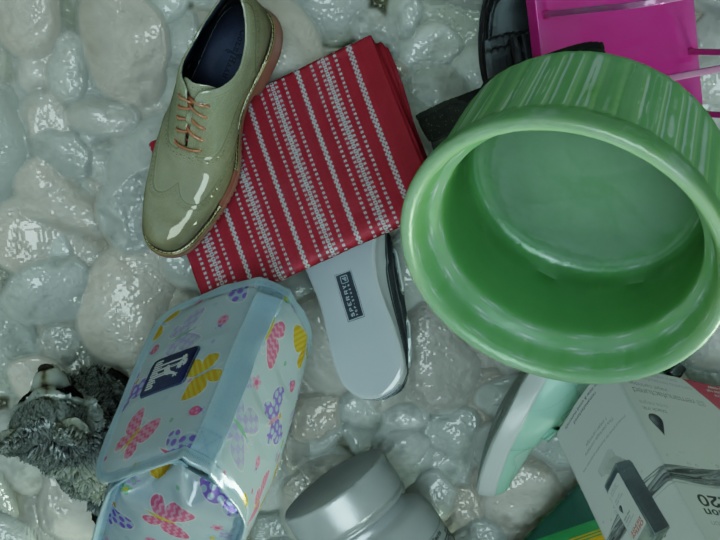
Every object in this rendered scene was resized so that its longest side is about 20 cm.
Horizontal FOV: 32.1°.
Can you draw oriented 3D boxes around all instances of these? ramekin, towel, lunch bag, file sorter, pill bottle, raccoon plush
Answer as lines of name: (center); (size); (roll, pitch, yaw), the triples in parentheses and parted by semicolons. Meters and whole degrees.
ramekin: (0.132, -0.035, 0.765); (0.198, 0.098, 0.201); (13, 134, 14)
towel: (-0.049, -0.073, 0.935); (0.199, 0.022, 0.146); (-23, 77, 9)
lunch bag: (-0.114, 0.115, 0.902); (0.126, 0.170, 0.200); (22, 141, -5)
file sorter: (0.211, -0.141, 0.862); (0.138, 0.125, 0.202); (-14, 104, -22)
pill bottle: (0.032, 0.251, 0.995); (0.113, 0.113, 0.201); (-33, 95, 9)
raccoon plush: (-0.204, 0.160, 0.971); (0.096, 0.134, 0.201); (-29, 102, 7)

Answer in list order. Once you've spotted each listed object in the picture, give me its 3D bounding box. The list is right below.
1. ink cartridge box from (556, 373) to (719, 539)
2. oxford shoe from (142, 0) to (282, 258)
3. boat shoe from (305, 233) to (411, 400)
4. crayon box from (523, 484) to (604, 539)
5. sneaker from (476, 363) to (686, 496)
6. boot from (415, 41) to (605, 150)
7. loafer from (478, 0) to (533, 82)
ink cartridge box: (0.244, 0.169, 0.877); (0.145, 0.201, 0.085); (13, 124, -24)
oxford shoe: (-0.120, -0.109, 0.908); (0.070, 0.074, 0.202); (17, 87, 15)
boat shoe: (0.000, 0.000, 0.961); (0.071, 0.068, 0.202); (-17, 82, 13)
crayon box: (0.191, 0.275, 0.956); (0.058, 0.200, 0.119); (33, 105, -36)
sneaker: (0.176, 0.111, 0.976); (0.118, 0.074, 0.201); (29, 101, 1)
boot: (0.121, -0.074, 0.861); (0.067, 0.200, 0.132); (-24, 93, -27)
loafer: (0.131, -0.114, 0.928); (0.071, 0.063, 0.202); (-9, 104, 6)
